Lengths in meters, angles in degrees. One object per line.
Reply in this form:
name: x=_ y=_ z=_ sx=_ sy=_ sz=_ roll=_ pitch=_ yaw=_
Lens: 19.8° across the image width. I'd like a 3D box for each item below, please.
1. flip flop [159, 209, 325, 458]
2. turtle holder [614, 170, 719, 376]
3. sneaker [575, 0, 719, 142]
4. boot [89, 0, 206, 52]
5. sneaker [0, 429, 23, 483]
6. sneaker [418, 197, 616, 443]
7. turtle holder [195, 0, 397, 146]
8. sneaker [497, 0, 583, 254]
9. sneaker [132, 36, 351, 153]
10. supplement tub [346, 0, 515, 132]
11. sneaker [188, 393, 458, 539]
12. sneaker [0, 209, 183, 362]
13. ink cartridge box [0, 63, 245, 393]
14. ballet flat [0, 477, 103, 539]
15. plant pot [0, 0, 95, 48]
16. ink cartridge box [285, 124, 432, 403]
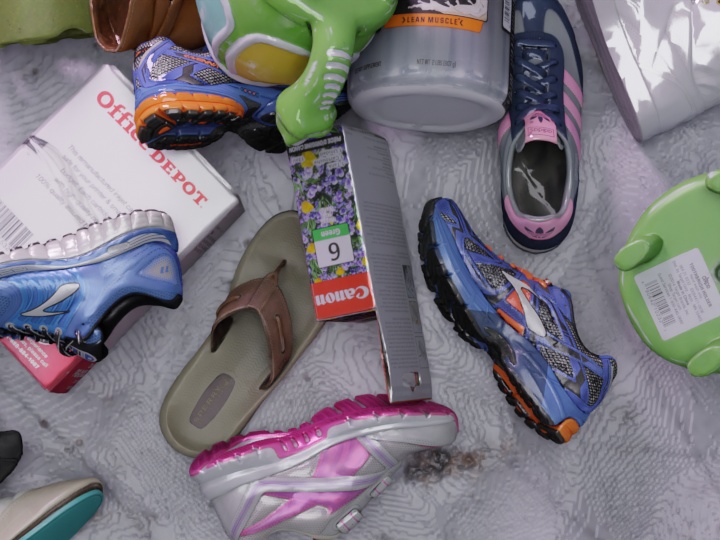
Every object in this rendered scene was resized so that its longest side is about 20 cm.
flip flop: x=-0.083 y=0.049 z=1.531 sx=0.081 sy=0.058 sz=0.201 roll=34 pitch=87 yaw=5
turtle holder: x=0.273 y=-0.015 z=1.470 sx=0.141 sy=0.132 sz=0.186 roll=36 pitch=100 yaw=10
sneaker: x=0.223 y=-0.210 z=1.543 sx=0.115 sy=0.074 sz=0.201 roll=-22 pitch=94 yaw=-2
boot: x=-0.132 y=-0.256 z=1.491 sx=0.073 sy=0.154 sz=0.201 roll=7 pitch=107 yaw=39
sneaker: x=-0.330 y=0.091 z=1.536 sx=0.091 sy=0.076 sz=0.200 roll=-39 pitch=82 yaw=-21
sneaker: x=0.112 y=0.028 z=1.521 sx=0.078 sy=0.075 sz=0.200 roll=-35 pitch=90 yaw=-14
turtle holder: x=-0.041 y=-0.184 z=1.431 sx=0.186 sy=0.141 sz=0.132 roll=52 pitch=131 yaw=14
sneaker: x=0.134 y=-0.116 z=1.527 sx=0.070 sy=0.082 sz=0.201 roll=-4 pitch=84 yaw=1
sneaker: x=-0.082 y=-0.136 z=1.500 sx=0.075 sy=0.199 sz=0.079 roll=-33 pitch=68 yaw=41
supplement tub: x=0.054 y=-0.211 z=1.514 sx=0.122 sy=0.123 sz=0.201 roll=1 pitch=78 yaw=2
sneaker: x=-0.020 y=0.150 z=1.514 sx=0.199 sy=0.081 sz=0.089 roll=-17 pitch=98 yaw=-2
sneaker: x=-0.217 y=0.027 z=1.444 sx=0.199 sy=0.079 sz=0.090 roll=-19 pitch=83 yaw=0
ink cartridge box: x=-0.203 y=-0.030 z=1.529 sx=0.200 sy=0.084 sz=0.145 roll=-45 pitch=86 yaw=-2
ballet flat: x=-0.277 y=0.211 z=1.523 sx=0.069 sy=0.069 sz=0.200 roll=44 pitch=88 yaw=5
plant pot: x=-0.250 y=-0.261 z=1.517 sx=0.199 sy=0.200 sz=0.191 roll=-7 pitch=97 yaw=1
ink cartridge box: x=0.000 y=0.000 z=1.504 sx=0.050 sy=0.109 sz=0.201 roll=-11 pitch=85 yaw=18
